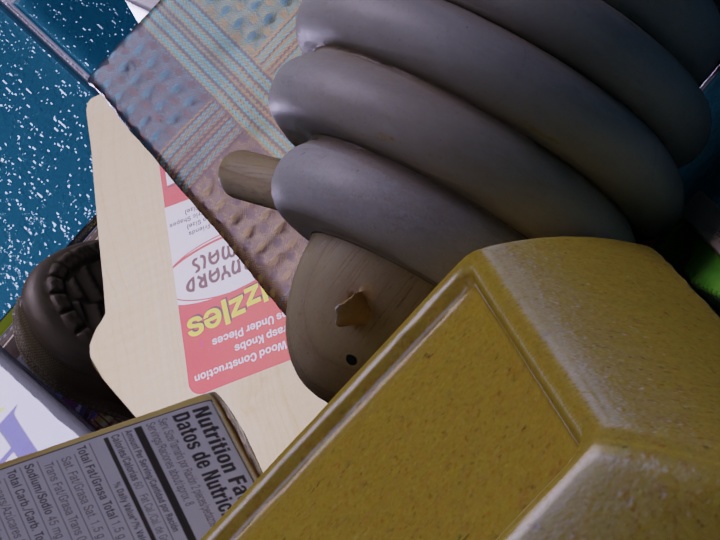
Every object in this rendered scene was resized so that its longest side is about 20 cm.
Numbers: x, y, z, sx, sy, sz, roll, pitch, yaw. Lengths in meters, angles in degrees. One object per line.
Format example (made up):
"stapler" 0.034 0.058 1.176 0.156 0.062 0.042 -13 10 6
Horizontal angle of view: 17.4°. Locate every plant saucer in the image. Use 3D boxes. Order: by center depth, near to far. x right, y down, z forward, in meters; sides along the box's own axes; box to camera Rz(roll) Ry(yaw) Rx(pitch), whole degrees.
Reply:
"plant saucer" 0.008 0.078 0.542 0.200 0.048 0.200 -48 17 6

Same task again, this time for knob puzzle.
"knob puzzle" 0.000 0.000 0.783 0.220 0.220 0.030 -48 -35 0

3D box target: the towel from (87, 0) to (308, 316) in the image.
"towel" 0.014 -0.093 0.789 0.200 0.147 0.022 -45 -35 4

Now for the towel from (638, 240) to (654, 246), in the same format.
"towel" 0.032 0.035 0.836 0.200 0.030 0.146 -47 10 16

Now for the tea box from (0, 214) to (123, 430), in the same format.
"tea box" -0.120 0.068 1.115 0.200 0.133 0.197 -50 7 -10

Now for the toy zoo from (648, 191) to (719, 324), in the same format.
"toy zoo" 0.040 0.066 0.639 0.200 0.020 0.131 -47 8 6

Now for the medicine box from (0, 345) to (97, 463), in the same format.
"medicine box" -0.174 0.119 0.899 0.182 0.103 0.200 -49 50 -7

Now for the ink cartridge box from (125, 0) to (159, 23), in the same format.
"ink cartridge box" -0.021 -0.085 1.004 0.199 0.116 0.067 27 69 36

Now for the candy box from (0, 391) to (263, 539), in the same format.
"candy box" -0.121 0.117 0.658 0.199 0.057 0.117 -17 -37 -18

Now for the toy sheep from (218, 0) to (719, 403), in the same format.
"toy sheep" 0.038 -0.051 0.676 0.201 0.137 0.138 -64 9 -4

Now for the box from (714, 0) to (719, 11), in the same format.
"box" 0.153 -0.190 0.932 0.198 0.123 0.200 -35 15 53

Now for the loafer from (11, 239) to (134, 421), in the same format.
"loafer" -0.071 0.041 0.938 0.067 0.076 0.199 -40 -30 23
